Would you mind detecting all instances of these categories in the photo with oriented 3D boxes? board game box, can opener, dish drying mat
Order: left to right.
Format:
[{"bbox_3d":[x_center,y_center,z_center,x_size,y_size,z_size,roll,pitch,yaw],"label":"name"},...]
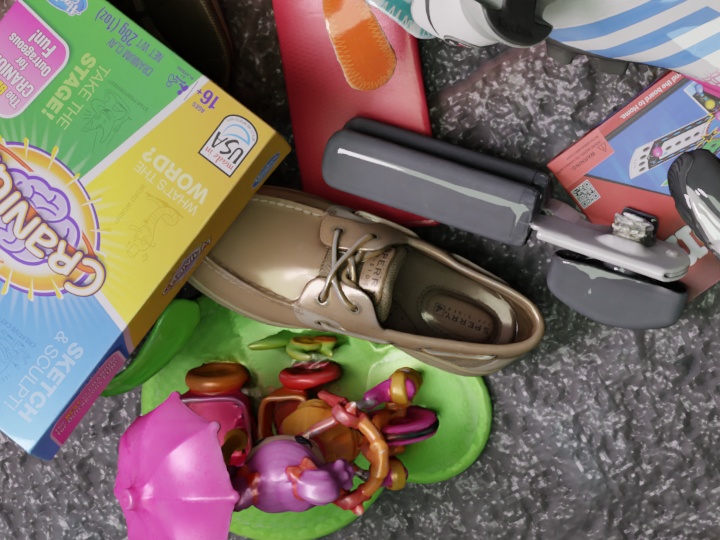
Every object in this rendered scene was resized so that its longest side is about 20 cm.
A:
[{"bbox_3d":[-0.155,-0.030,1.391,0.153,0.040,0.200,37,88,13],"label":"board game box"},{"bbox_3d":[-0.006,-0.119,1.460,0.076,0.018,0.201,-5,104,17],"label":"dish drying mat"},{"bbox_3d":[0.074,-0.024,1.426,0.199,0.053,0.067,22,111,9],"label":"can opener"},{"bbox_3d":[0.203,-0.072,1.416,0.200,0.019,0.103,-37,94,20],"label":"board game box"}]

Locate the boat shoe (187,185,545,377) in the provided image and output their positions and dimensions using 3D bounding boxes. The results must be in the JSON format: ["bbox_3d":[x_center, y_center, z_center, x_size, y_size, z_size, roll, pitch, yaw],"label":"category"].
[{"bbox_3d":[0.000,0.000,1.427,0.199,0.064,0.072,16,78,-16],"label":"boat shoe"}]

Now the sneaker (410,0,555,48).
[{"bbox_3d":[0.062,-0.206,1.342,0.088,0.074,0.201,3,76,54],"label":"sneaker"}]

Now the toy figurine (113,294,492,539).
[{"bbox_3d":[-0.045,0.100,1.440,0.199,0.184,0.151,0,105,14],"label":"toy figurine"}]

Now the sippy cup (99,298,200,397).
[{"bbox_3d":[-0.158,-0.026,1.472,0.178,0.140,0.130,39,100,-8],"label":"sippy cup"}]

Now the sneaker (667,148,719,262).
[{"bbox_3d":[0.239,-0.010,1.391,0.200,0.075,0.085,35,99,-19],"label":"sneaker"}]

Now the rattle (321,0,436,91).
[{"bbox_3d":[-0.039,-0.193,1.362,0.129,0.143,0.201,-10,83,14],"label":"rattle"}]

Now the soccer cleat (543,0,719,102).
[{"bbox_3d":[0.177,-0.129,1.352,0.199,0.070,0.087,12,129,12],"label":"soccer cleat"}]

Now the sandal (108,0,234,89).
[{"bbox_3d":[-0.111,-0.184,1.456,0.081,0.055,0.201,-11,116,23],"label":"sandal"}]
